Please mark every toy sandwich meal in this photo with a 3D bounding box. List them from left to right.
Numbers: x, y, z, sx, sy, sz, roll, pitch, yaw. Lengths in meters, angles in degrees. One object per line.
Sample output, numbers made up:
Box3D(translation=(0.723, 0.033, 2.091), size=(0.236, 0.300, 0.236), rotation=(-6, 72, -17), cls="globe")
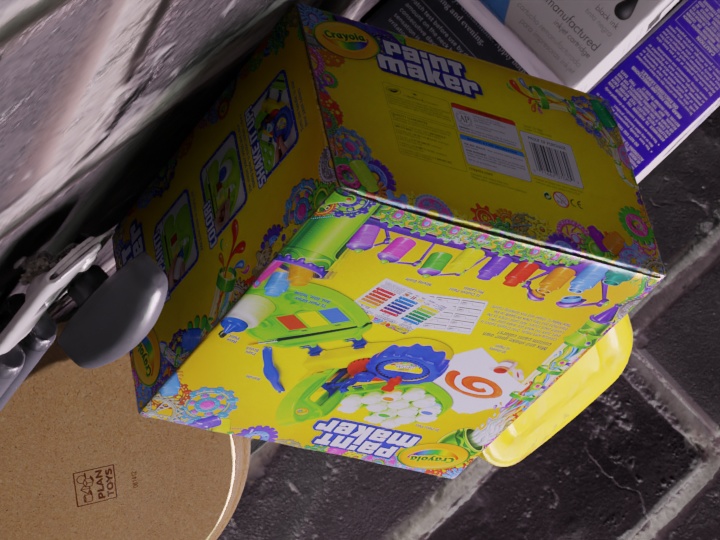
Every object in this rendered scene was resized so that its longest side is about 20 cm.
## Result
Box3D(translation=(-0.159, 0.107, 1.375), size=(0.205, 0.205, 0.070), rotation=(-44, -148, 4), cls="toy sandwich meal")

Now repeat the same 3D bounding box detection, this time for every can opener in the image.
Box3D(translation=(-0.168, 0.046, 1.214), size=(0.200, 0.067, 0.053), rotation=(-42, 179, 43), cls="can opener")

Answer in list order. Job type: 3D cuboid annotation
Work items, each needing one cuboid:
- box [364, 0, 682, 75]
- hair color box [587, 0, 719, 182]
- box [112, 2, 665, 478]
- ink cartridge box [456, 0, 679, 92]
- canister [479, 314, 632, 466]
Box3D(translation=(0.105, -0.156, 1.449), size=(0.200, 0.107, 0.148), rotation=(-42, 175, -7), cls="box")
Box3D(translation=(0.169, -0.096, 1.505), size=(0.200, 0.065, 0.109), rotation=(-42, 177, -10), cls="hair color box")
Box3D(translation=(0.009, -0.008, 1.256), size=(0.199, 0.122, 0.193), rotation=(14, 135, -32), cls="box")
Box3D(translation=(0.144, -0.201, 1.341), size=(0.200, 0.116, 0.068), rotation=(-45, 175, -3), cls="ink cartridge box")
Box3D(translation=(0.064, 0.038, 1.635), size=(0.148, 0.087, 0.200), rotation=(-37, -142, -23), cls="canister")
